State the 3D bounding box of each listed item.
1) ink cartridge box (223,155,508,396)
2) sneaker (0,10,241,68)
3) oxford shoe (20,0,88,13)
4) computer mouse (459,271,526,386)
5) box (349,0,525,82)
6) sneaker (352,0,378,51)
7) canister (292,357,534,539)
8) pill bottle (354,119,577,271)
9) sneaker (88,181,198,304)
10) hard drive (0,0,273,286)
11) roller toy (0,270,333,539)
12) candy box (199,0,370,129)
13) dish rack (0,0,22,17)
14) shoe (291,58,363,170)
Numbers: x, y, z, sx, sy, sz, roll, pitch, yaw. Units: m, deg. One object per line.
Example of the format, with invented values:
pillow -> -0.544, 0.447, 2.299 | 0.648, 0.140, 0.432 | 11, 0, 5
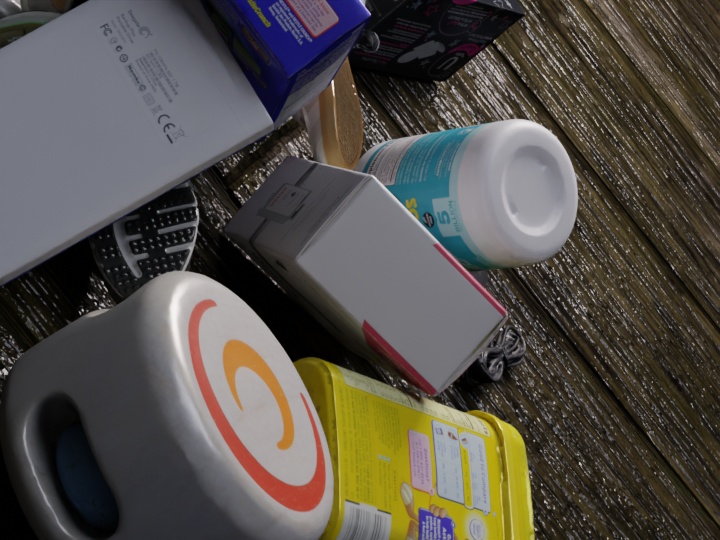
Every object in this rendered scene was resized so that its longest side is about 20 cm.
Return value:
ink cartridge box -> 0.000, 0.000, 1.546 | 0.147, 0.083, 0.200 | 44, -7, -18
sneaker -> -0.180, -0.112, 1.417 | 0.077, 0.199, 0.089 | 91, 4, -54
oxford shoe -> -0.154, -0.145, 1.531 | 0.200, 0.058, 0.075 | 41, 65, -33
computer mouse -> 0.066, 0.007, 1.793 | 0.200, 0.046, 0.140 | 63, 21, -6
box -> 0.035, -0.263, 1.991 | 0.200, 0.115, 0.132 | 3, 54, -59
sneaker -> -0.063, -0.238, 1.771 | 0.200, 0.114, 0.075 | 60, 9, 11
canister -> 0.022, 0.151, 1.479 | 0.200, 0.086, 0.149 | 23, 54, -43
pill bottle -> 0.064, -0.052, 1.677 | 0.111, 0.200, 0.111 | 5, 83, -40
sneaker -> -0.149, -0.042, 1.455 | 0.073, 0.080, 0.200 | -5, 48, -7
hard drive -> -0.174, -0.096, 1.375 | 0.132, 0.200, 0.025 | 58, -8, 11
roller toy -> -0.117, 0.104, 1.269 | 0.183, 0.140, 0.200 | 50, 22, -31
candy box -> -0.082, -0.192, 1.459 | 0.169, 0.077, 0.200 | 54, -13, 1
dish rack -> -0.221, -0.202, 1.581 | 0.200, 0.044, 0.172 | 36, 30, -32
shoe -> -0.037, -0.146, 1.649 | 0.070, 0.053, 0.200 | 57, 19, -47
